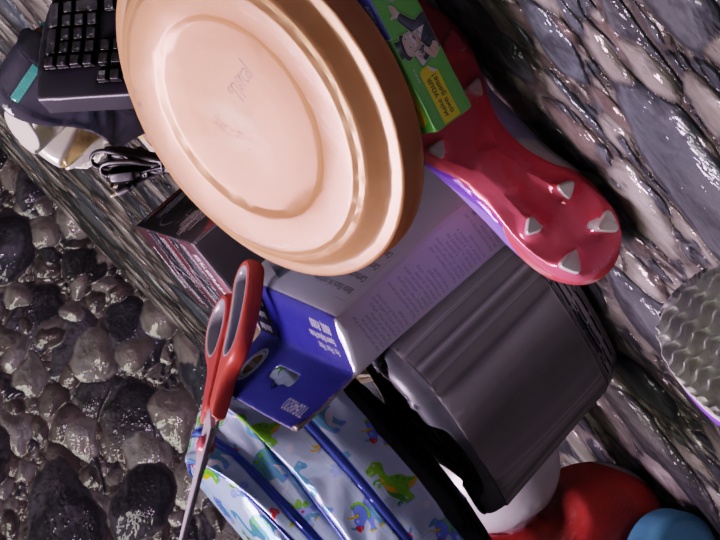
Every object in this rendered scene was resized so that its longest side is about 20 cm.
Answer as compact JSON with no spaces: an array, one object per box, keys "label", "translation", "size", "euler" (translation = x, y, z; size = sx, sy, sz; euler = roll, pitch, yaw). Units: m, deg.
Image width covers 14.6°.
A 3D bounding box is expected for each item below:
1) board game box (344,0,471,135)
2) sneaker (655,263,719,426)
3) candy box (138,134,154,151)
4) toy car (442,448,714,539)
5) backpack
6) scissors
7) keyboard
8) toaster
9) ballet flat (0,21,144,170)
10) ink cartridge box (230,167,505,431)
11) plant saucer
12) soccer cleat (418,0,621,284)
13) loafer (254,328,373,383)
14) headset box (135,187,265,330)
[{"label":"board game box","translation":[-0.036,-0.156,1.412],"size":[0.134,0.029,0.201],"euler":[-5,117,56]},{"label":"sneaker","translation":[0.222,0.081,1.343],"size":[0.200,0.070,0.100],"euler":[42,172,34]},{"label":"candy box","translation":[-0.065,-0.101,1.760],"size":[0.057,0.117,0.200],"euler":[51,170,-24]},{"label":"toy car","translation":[0.113,0.146,1.925],"size":[0.184,0.176,0.201],"euler":[7,122,59]},{"label":"backpack","translation":[-0.012,0.138,1.707],"size":[0.201,0.153,0.163],"euler":[63,178,4]},{"label":"scissors","translation":[-0.087,0.089,1.642],"size":[0.014,0.201,0.073],"euler":[20,150,-18]},{"label":"keyboard","translation":[-0.087,-0.106,1.541],"size":[0.199,0.128,0.021],"euler":[-3,170,22]},{"label":"toaster","translation":[0.069,0.044,1.711],"size":[0.114,0.129,0.200],"euler":[38,168,42]},{"label":"ballet flat","translation":[-0.177,-0.098,1.685],"size":[0.073,0.073,0.200],"euler":[46,-179,11]},{"label":"ink cartridge box","translation":[0.000,0.000,1.621],"size":[0.041,0.200,0.199],"euler":[50,170,-15]},{"label":"plant saucer","translation":[-0.053,-0.084,1.435],"size":[0.200,0.032,0.201],"euler":[28,137,29]},{"label":"soccer cleat","translation":[0.060,-0.069,1.489],"size":[0.200,0.067,0.076],"euler":[45,174,1]},{"label":"loafer","translation":[0.021,0.035,1.855],"size":[0.067,0.199,0.076],"euler":[126,141,-64]},{"label":"headset box","translation":[-0.052,-0.043,1.845],"size":[0.077,0.149,0.200],"euler":[51,170,-15]}]
